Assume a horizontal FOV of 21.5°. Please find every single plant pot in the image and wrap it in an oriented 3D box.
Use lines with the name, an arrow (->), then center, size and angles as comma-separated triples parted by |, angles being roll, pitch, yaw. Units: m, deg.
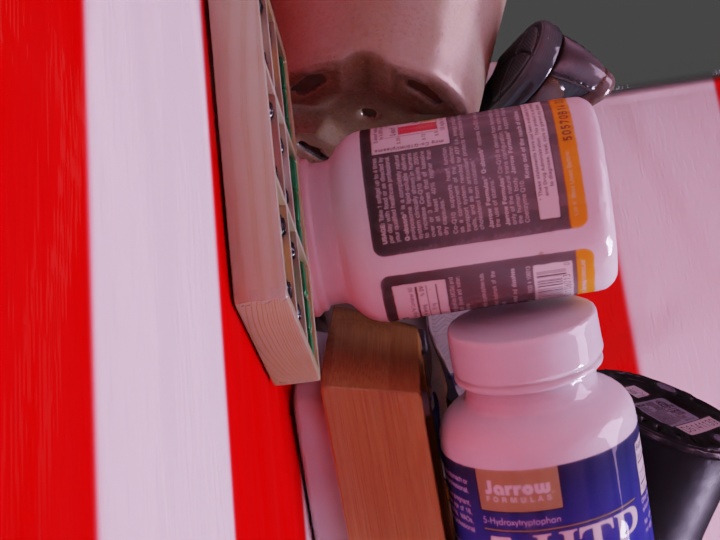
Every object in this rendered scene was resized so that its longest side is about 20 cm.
plant pot -> 0.012, -0.167, 1.206 | 0.201, 0.199, 0.184 | 76, 19, -58

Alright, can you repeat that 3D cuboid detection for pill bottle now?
pill bottle -> 0.046, -0.032, 1.115 | 0.116, 0.199, 0.117 | -8, 90, -86
pill bottle -> 0.110, 0.123, 1.136 | 0.120, 0.119, 0.201 | -85, 165, -74

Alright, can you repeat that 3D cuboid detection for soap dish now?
soap dish -> 0.014, 0.136, 1.178 | 0.157, 0.081, 0.201 | -85, 165, -74

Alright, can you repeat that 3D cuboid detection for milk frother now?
milk frother -> 0.216, 0.194, 1.253 | 0.200, 0.180, 0.189 | 38, -65, 46

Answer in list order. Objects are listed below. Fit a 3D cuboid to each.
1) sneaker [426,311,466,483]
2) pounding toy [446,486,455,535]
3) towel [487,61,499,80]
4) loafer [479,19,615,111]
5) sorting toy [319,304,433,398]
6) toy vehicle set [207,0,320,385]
sneaker -> 0.071, 0.077, 1.268 | 0.115, 0.080, 0.201 | 154, -72, -72
pounding toy -> 0.095, 0.213, 1.448 | 0.200, 0.183, 0.143 | -81, 162, -77
towel -> 0.051, -0.067, 1.568 | 0.034, 0.199, 0.194 | -5, 86, -50
loafer -> 0.094, -0.090, 1.246 | 0.200, 0.063, 0.072 | -43, -155, 58
sorting toy -> 0.000, 0.000, 1.356 | 0.180, 0.106, 0.201 | -132, -152, -61
toy vehicle set -> -0.052, -0.054, 1.005 | 0.124, 0.026, 0.201 | 73, 9, -68
